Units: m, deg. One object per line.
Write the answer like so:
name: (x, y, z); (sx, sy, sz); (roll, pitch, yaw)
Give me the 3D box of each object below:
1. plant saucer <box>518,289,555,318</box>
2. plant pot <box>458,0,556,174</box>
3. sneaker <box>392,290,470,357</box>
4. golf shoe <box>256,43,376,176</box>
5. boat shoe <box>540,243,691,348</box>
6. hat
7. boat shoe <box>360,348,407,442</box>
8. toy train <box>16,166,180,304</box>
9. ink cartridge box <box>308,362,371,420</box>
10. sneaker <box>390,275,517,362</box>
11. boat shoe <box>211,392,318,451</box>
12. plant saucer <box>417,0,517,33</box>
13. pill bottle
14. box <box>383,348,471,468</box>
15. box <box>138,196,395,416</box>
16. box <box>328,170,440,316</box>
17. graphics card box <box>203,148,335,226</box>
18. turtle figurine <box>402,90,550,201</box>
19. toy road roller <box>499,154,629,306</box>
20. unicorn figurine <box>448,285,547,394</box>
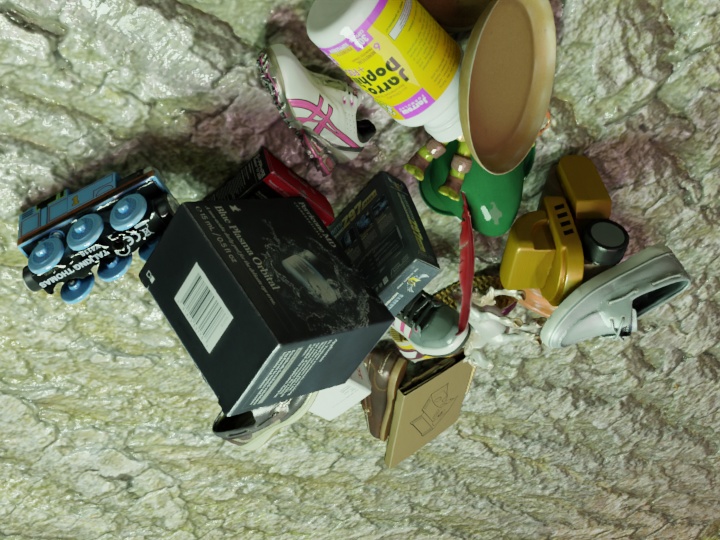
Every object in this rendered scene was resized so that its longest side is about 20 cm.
plant saucer: (0.301, 0.028, 1.382); (0.196, 0.038, 0.201); (20, 162, 7)
plant pot: (0.155, -0.206, 1.026); (0.199, 0.027, 0.204); (-29, 126, -49)
sneaker: (0.056, 0.035, 1.264); (0.084, 0.199, 0.121); (-52, 123, -8)
golf shoe: (-0.048, -0.190, 1.054); (0.091, 0.073, 0.200); (-32, 148, 4)
boat shoe: (0.313, 0.044, 1.162); (0.198, 0.072, 0.071); (-32, 144, -7)
hat: (0.171, -0.067, 1.188); (0.162, 0.178, 0.202); (-12, 139, -9)
boat shoe: (0.029, 0.192, 1.505); (0.069, 0.071, 0.203); (19, 136, 13)
toy train: (-0.292, -0.048, 1.068); (0.197, 0.116, 0.087); (-27, 137, 8)
ink cartridge box: (-0.088, 0.096, 1.283); (0.083, 0.147, 0.199); (-36, 137, 20)
sneaker: (0.145, 0.076, 1.417); (0.196, 0.076, 0.090); (-19, 140, 14)
boat shoe: (-0.115, 0.157, 1.174); (0.064, 0.073, 0.200); (12, 138, -37)
plant saucer: (0.116, -0.326, 0.995); (0.196, 0.036, 0.203); (-11, 139, -10)
pill bottle: (0.043, -0.223, 1.001); (0.104, 0.105, 0.199); (-39, 125, 21)
box: (0.113, 0.221, 1.552); (0.162, 0.021, 0.202); (-28, 145, -30)
box: (-0.101, 0.030, 1.046); (0.198, 0.198, 0.118); (-7, 143, -52)
box: (0.000, 0.000, 1.207); (0.050, 0.159, 0.200); (22, 124, -39)
graphics card box: (-0.144, -0.047, 1.179); (0.199, 0.051, 0.125); (-39, 137, 18)
turtle figurine: (0.116, -0.177, 1.129); (0.198, 0.065, 0.163); (27, 104, -26)
toy road roller: (0.247, -0.046, 1.235); (0.142, 0.203, 0.124); (0, 136, -9)
unicorn figurine: (0.181, 0.077, 1.311); (0.135, 0.074, 0.202); (-2, 132, 36)
